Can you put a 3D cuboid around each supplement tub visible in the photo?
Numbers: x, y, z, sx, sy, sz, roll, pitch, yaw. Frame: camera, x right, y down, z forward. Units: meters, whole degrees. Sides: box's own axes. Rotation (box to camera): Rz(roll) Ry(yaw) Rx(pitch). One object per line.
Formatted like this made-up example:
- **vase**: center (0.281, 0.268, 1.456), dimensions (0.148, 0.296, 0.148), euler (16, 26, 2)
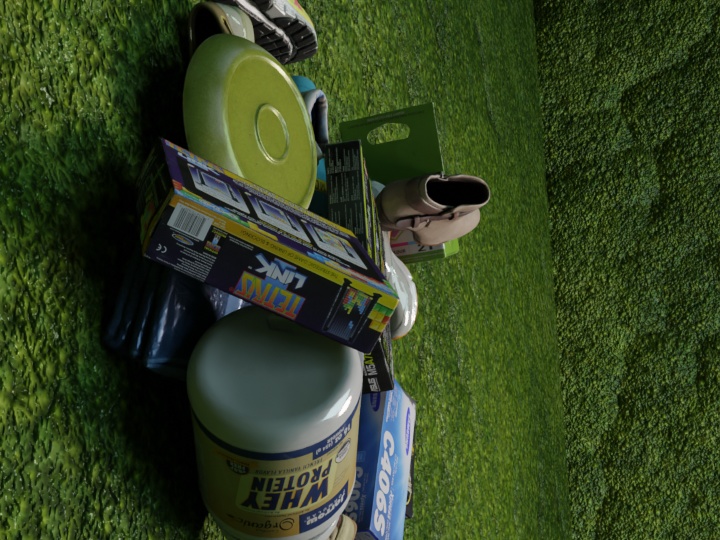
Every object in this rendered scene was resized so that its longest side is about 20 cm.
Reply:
- **supplement tub**: center (-0.072, 0.143, 0.880), dimensions (0.202, 0.141, 0.146), euler (93, 6, -45)

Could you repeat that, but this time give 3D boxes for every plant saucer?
- **plant saucer**: center (-0.093, -0.125, 0.965), dimensions (0.199, 0.031, 0.204), euler (29, 56, -56)

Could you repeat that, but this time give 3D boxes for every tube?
- **tube**: center (-0.070, -0.128, 1.163), dimensions (0.051, 0.076, 0.203), euler (124, -33, -52)

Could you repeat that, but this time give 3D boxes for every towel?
- **towel**: center (-0.138, 0.042, 0.897), dimensions (0.200, 0.048, 0.114), euler (34, 69, -64)

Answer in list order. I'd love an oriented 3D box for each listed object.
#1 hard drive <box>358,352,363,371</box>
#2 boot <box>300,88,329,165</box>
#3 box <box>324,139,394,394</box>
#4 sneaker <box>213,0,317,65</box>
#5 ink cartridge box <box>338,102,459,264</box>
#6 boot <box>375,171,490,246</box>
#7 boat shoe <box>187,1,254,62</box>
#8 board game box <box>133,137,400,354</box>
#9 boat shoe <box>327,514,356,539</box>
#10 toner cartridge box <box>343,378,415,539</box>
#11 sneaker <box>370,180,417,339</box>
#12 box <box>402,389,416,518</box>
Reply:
- **hard drive**: center (-0.049, 0.102, 1.011), dimensions (0.135, 0.042, 0.202), euler (51, -31, 35)
- **boot**: center (-0.086, -0.115, 1.079), dimensions (0.074, 0.094, 0.203), euler (57, 32, -50)
- **box**: center (0.000, 0.000, 1.099), dimensions (0.194, 0.046, 0.203), euler (70, 15, -58)
- **sneaker**: center (-0.103, -0.305, 1.143), dimensions (0.200, 0.077, 0.092), euler (50, 30, -61)
- **ink cartridge box**: center (0.039, -0.109, 1.366), dimensions (0.076, 0.145, 0.204), euler (-19, 99, -69)
- **boot**: center (0.104, -0.077, 1.225), dimensions (0.197, 0.145, 0.072), euler (-7, 83, -34)
- **boat shoe**: center (-0.137, -0.164, 1.006), dimensions (0.066, 0.073, 0.204), euler (5, 72, -62)
- **board game box**: center (-0.082, -0.023, 0.831), dimensions (0.197, 0.057, 0.166), euler (26, 11, -22)
- **boat shoe**: center (-0.068, 0.309, 1.028), dimensions (0.072, 0.072, 0.201), euler (44, 42, -12)
- **toner cartridge box**: center (0.022, 0.230, 1.202), dimensions (0.095, 0.042, 0.203), euler (58, 31, -46)
- **sneaker**: center (0.011, -0.011, 1.286), dimensions (0.092, 0.075, 0.204), euler (-9, 83, -64)
- **box**: center (0.018, 0.216, 1.319), dimensions (0.200, 0.048, 0.164), euler (50, 36, -54)
